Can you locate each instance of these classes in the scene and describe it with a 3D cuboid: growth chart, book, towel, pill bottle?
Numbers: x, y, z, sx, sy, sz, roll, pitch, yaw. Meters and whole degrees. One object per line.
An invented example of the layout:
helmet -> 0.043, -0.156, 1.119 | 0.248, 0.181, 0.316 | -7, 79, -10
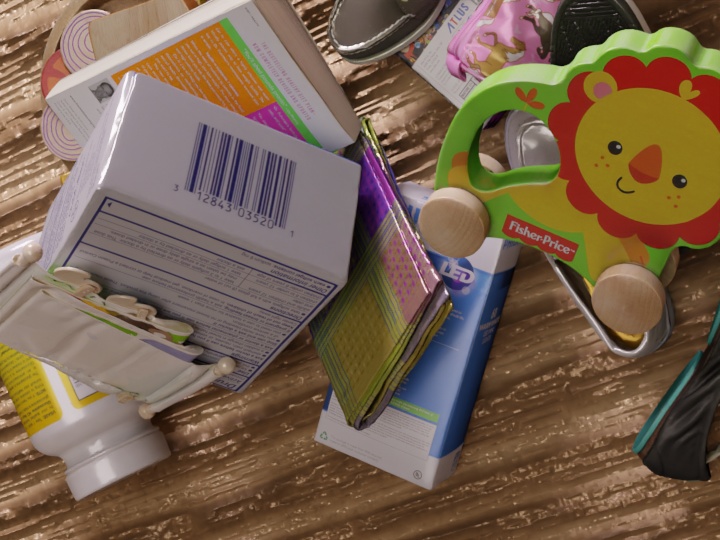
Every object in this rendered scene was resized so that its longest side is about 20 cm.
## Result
growth chart -> -0.187, 0.048, 1.122 | 0.144, 0.199, 0.018 | -25, 45, 41
book -> -0.115, -0.114, 1.143 | 0.198, 0.048, 0.134 | -21, 117, 28
towel -> 0.000, 0.000, 1.127 | 0.144, 0.023, 0.201 | -60, 38, 34
pill bottle -> -0.231, 0.075, 1.259 | 0.112, 0.112, 0.202 | -27, 86, 24

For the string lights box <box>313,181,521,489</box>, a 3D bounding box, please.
string lights box -> 0.044, 0.047, 1.165 | 0.102, 0.059, 0.202 | 21, 104, 20

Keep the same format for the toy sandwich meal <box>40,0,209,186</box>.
toy sandwich meal -> -0.179, -0.142, 1.232 | 0.203, 0.070, 0.208 | 3, 98, 23

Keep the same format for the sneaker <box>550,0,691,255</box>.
sneaker -> 0.193, -0.124, 1.042 | 0.083, 0.121, 0.201 | -4, 126, 31

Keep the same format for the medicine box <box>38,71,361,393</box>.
medicine box -> -0.123, -0.019, 1.117 | 0.180, 0.104, 0.200 | 21, 146, -18

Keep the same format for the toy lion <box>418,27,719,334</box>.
toy lion -> 0.152, -0.070, 0.988 | 0.198, 0.069, 0.193 | 23, 128, 10

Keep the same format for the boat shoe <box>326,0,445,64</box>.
boat shoe -> 0.043, -0.222, 1.090 | 0.201, 0.060, 0.072 | -43, 80, 22

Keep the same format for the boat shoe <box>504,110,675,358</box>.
boat shoe -> 0.155, -0.030, 1.101 | 0.070, 0.070, 0.202 | -26, 87, 24

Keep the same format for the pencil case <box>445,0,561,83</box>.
pencil case -> 0.132, -0.206, 1.044 | 0.086, 0.083, 0.202 | 29, 109, 9

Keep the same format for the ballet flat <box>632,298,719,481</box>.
ballet flat -> 0.257, 0.061, 1.077 | 0.068, 0.068, 0.202 | 26, 117, 8

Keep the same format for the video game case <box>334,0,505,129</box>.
video game case -> 0.084, -0.235, 1.124 | 0.181, 0.036, 0.201 | 41, 110, 12
